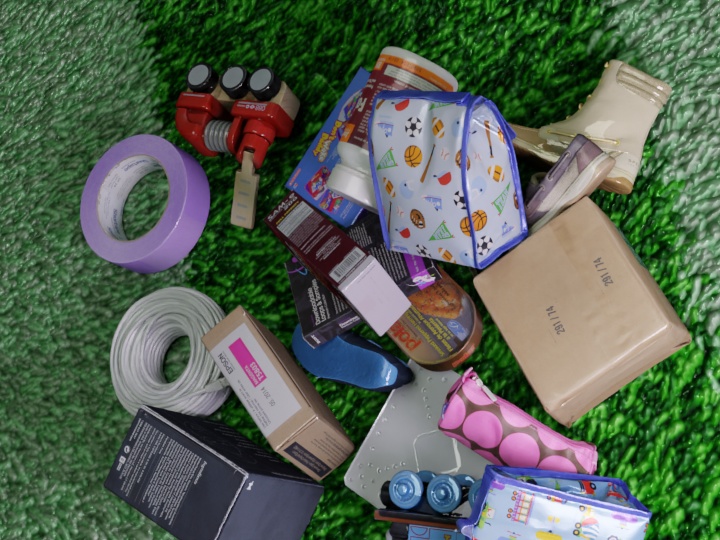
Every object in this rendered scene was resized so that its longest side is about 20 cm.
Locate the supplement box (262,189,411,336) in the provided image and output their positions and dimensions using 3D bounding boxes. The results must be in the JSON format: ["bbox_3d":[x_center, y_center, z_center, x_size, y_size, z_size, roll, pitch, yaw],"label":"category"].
[{"bbox_3d":[-0.032,-0.012,1.610,0.061,0.109,0.200,-44,44,-5],"label":"supplement box"}]

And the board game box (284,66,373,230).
[{"bbox_3d":[0.002,-0.165,1.775,0.134,0.045,0.201,35,93,31],"label":"board game box"}]

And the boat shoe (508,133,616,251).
[{"bbox_3d":[0.237,-0.095,1.573,0.065,0.072,0.200,53,139,11],"label":"boat shoe"}]

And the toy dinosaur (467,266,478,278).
[{"bbox_3d":[0.145,-0.093,1.652,0.088,0.047,0.202,38,124,47],"label":"toy dinosaur"}]

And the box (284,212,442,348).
[{"bbox_3d":[0.000,0.000,1.682,0.199,0.036,0.144,-28,46,11],"label":"box"}]

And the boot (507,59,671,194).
[{"bbox_3d":[0.283,-0.197,1.619,0.199,0.073,0.157,21,84,34],"label":"boot"}]

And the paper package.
[{"bbox_3d":[0.266,0.050,1.538,0.190,0.103,0.201,-36,61,13],"label":"paper package"}]

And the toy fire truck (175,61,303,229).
[{"bbox_3d":[-0.188,-0.182,1.852,0.174,0.129,0.202,9,70,30],"label":"toy fire truck"}]

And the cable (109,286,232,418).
[{"bbox_3d":[-0.266,0.124,1.820,0.199,0.069,0.201,-32,62,17],"label":"cable"}]

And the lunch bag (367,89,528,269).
[{"bbox_3d":[0.103,-0.124,1.547,0.169,0.123,0.202,10,123,44],"label":"lunch bag"}]

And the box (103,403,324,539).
[{"bbox_3d":[-0.188,0.282,1.654,0.195,0.200,0.125,24,89,32],"label":"box"}]

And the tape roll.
[{"bbox_3d":[-0.327,-0.101,1.920,0.198,0.066,0.202,-8,72,25],"label":"tape roll"}]

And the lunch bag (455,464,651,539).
[{"bbox_3d":[0.201,0.306,1.417,0.094,0.198,0.152,-126,49,-71],"label":"lunch bag"}]

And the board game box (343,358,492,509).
[{"bbox_3d":[0.102,0.235,1.615,0.199,0.026,0.201,30,91,31],"label":"board game box"}]

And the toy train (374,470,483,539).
[{"bbox_3d":[0.111,0.303,1.529,0.198,0.086,0.116,0,82,28],"label":"toy train"}]

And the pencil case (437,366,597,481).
[{"bbox_3d":[0.189,0.198,1.506,0.199,0.091,0.094,30,121,6],"label":"pencil case"}]

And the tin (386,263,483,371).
[{"bbox_3d":[0.079,0.050,1.658,0.112,0.042,0.200,-41,52,-1],"label":"tin"}]

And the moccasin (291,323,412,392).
[{"bbox_3d":[-0.013,0.122,1.683,0.199,0.068,0.081,27,100,45],"label":"moccasin"}]

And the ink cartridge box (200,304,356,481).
[{"bbox_3d":[-0.106,0.162,1.663,0.075,0.165,0.201,-38,60,2],"label":"ink cartridge box"}]

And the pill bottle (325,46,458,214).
[{"bbox_3d":[0.038,-0.180,1.668,0.113,0.114,0.202,25,88,31],"label":"pill bottle"}]
